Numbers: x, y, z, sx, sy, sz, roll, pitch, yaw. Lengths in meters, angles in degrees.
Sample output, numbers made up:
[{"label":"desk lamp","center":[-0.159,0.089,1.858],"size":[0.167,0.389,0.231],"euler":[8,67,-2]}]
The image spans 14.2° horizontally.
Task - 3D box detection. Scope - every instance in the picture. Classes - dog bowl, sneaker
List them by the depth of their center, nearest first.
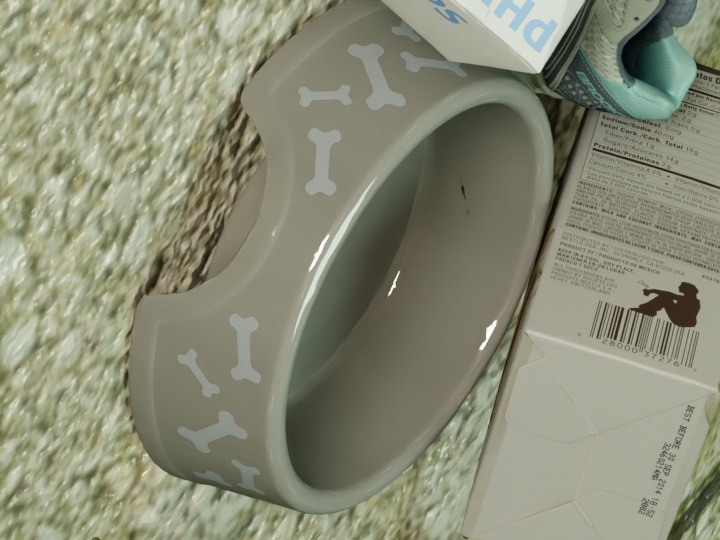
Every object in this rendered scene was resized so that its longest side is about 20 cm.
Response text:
[{"label":"dog bowl","center":[0.000,0.000,1.065],"size":[0.200,0.059,0.200],"euler":[-42,147,-35]},{"label":"sneaker","center":[0.098,-0.138,1.076],"size":[0.078,0.086,0.200],"euler":[-46,150,-29]}]

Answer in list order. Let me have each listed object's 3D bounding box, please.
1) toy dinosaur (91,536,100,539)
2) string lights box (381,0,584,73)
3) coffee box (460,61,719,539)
[{"label":"toy dinosaur","center":[-0.134,0.124,0.911],"size":[0.102,0.077,0.200],"euler":[-36,149,24]},{"label":"string lights box","center":[0.063,-0.177,0.958],"size":[0.103,0.059,0.200],"euler":[39,79,-30]},{"label":"coffee box","center":[0.106,0.013,1.153],"size":[0.200,0.080,0.113],"euler":[-69,175,-50]}]
